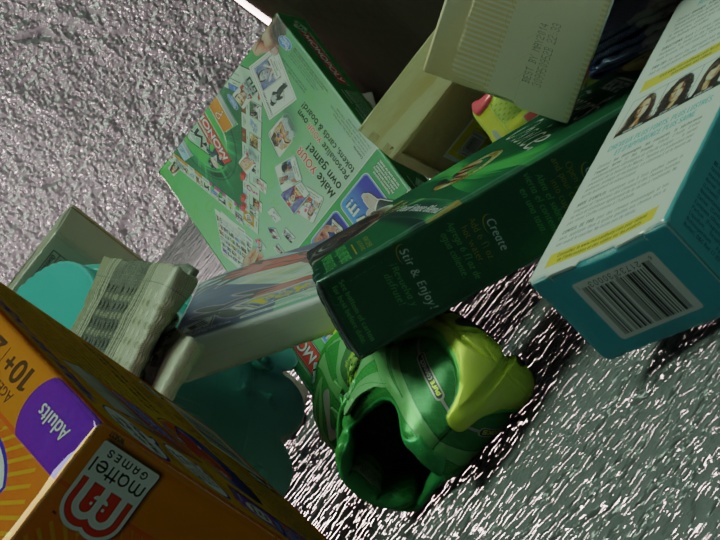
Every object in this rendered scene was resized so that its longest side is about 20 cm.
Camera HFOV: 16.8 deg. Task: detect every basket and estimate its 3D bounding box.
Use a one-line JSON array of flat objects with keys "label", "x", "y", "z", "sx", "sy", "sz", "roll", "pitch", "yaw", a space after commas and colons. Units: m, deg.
[{"label": "basket", "x": 0.034, "y": -0.174, "z": 1.525, "sx": 0.180, "sy": 0.200, "sz": 0.136, "roll": -45, "pitch": -4, "yaw": 4}]

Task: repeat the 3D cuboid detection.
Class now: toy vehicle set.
[{"label": "toy vehicle set", "x": 0.076, "y": -0.103, "z": 1.370, "sx": 0.125, "sy": 0.026, "sz": 0.200, "roll": -51, "pitch": -18, "yaw": 6}]

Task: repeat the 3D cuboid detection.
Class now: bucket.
[{"label": "bucket", "x": -0.144, "y": 0.099, "z": 1.417, "sx": 0.207, "sy": 0.134, "sz": 0.209, "roll": -36, "pitch": 41, "yaw": 39}]

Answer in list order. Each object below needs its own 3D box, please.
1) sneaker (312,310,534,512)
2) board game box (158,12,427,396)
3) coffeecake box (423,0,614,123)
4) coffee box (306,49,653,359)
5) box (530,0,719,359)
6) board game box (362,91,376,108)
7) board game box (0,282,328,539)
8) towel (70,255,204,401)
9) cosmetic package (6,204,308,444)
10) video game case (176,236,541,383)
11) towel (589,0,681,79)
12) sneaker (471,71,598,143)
[{"label": "sneaker", "x": 0.011, "y": 0.068, "z": 1.150, "sx": 0.084, "sy": 0.074, "sz": 0.200, "roll": -51, "pitch": 8, "yaw": -18}, {"label": "board game box", "x": -0.029, "y": -0.037, "z": 1.459, "sx": 0.029, "sy": 0.200, "sz": 0.135, "roll": 5, "pitch": -48, "yaw": -51}, {"label": "coffeecake box", "x": 0.098, "y": -0.181, "z": 1.133, "sx": 0.200, "sy": 0.073, "sz": 0.155, "roll": -65, "pitch": -5, "yaw": -64}, {"label": "coffee box", "x": 0.071, "y": -0.034, "z": 1.118, "sx": 0.199, "sy": 0.044, "sz": 0.123, "roll": -30, "pitch": 8, "yaw": 1}, {"label": "box", "x": 0.145, "y": -0.059, "z": 0.988, "sx": 0.082, "sy": 0.049, "sz": 0.201, "roll": -26, "pitch": 26, "yaw": 50}, {"label": "board game box", "x": -0.019, "y": -0.031, "z": 1.578, "sx": 0.034, "sy": 0.127, "sz": 0.200, "roll": -13, "pitch": -4, "yaw": -18}, {"label": "board game box", "x": -0.137, "y": 0.141, "z": 0.979, "sx": 0.200, "sy": 0.200, "sz": 0.200, "roll": -52, "pitch": 38, "yaw": -1}, {"label": "towel", "x": -0.140, "y": 0.085, "z": 1.229, "sx": 0.201, "sy": 0.034, "sz": 0.192, "roll": -65, "pitch": 15, "yaw": -5}, {"label": "cosmetic package", "x": -0.141, "y": 0.063, "z": 1.568, "sx": 0.104, "sy": 0.200, "sz": 0.073, "roll": -49, "pitch": 9, "yaw": 14}, {"label": "video game case", "x": 0.000, "y": 0.000, "z": 1.294, "sx": 0.198, "sy": 0.023, "sz": 0.182, "roll": -19, "pitch": 9, "yaw": 5}, {"label": "towel", "x": 0.197, "y": -0.173, "z": 1.177, "sx": 0.199, "sy": 0.024, "sz": 0.147, "roll": -26, "pitch": 25, "yaw": 46}, {"label": "sneaker", "x": 0.124, "y": -0.124, "z": 1.274, "sx": 0.078, "sy": 0.090, "sz": 0.201, "roll": -42, "pitch": 12, "yaw": 53}]
